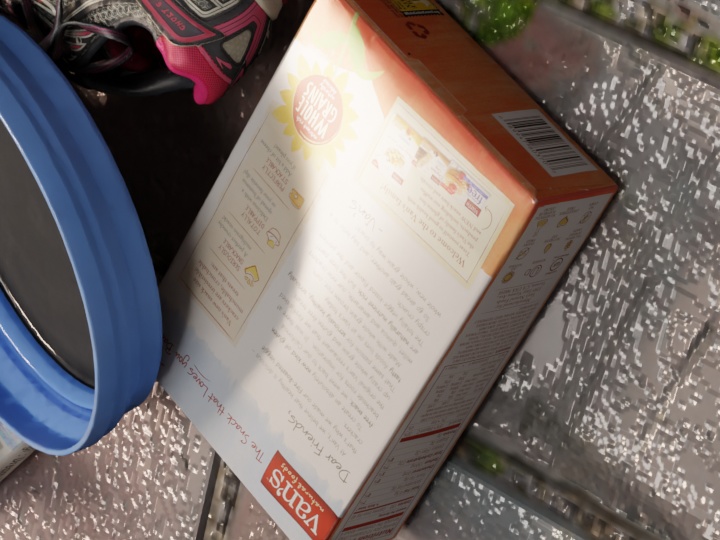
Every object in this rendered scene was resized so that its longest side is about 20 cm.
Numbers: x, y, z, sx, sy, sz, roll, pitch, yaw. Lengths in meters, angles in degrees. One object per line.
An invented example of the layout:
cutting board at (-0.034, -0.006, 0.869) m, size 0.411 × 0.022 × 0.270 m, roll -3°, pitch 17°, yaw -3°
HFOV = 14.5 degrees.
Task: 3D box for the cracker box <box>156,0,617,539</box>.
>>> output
cracker box at (0.000, 0.000, 1.142) m, size 0.134 × 0.058 × 0.200 m, roll 48°, pitch 125°, yaw 26°

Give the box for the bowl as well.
bowl at (-0.149, -0.020, 1.203) m, size 0.201 × 0.039 × 0.201 m, roll 41°, pitch 145°, yaw 38°

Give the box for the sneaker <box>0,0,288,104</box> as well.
sneaker at (-0.120, -0.112, 1.192) m, size 0.200 × 0.081 × 0.075 m, roll 3°, pitch 58°, yaw 42°

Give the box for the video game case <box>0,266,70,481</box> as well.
video game case at (-0.187, -0.013, 1.324) m, size 0.182 × 0.024 × 0.200 m, roll -41°, pitch 71°, yaw 38°
